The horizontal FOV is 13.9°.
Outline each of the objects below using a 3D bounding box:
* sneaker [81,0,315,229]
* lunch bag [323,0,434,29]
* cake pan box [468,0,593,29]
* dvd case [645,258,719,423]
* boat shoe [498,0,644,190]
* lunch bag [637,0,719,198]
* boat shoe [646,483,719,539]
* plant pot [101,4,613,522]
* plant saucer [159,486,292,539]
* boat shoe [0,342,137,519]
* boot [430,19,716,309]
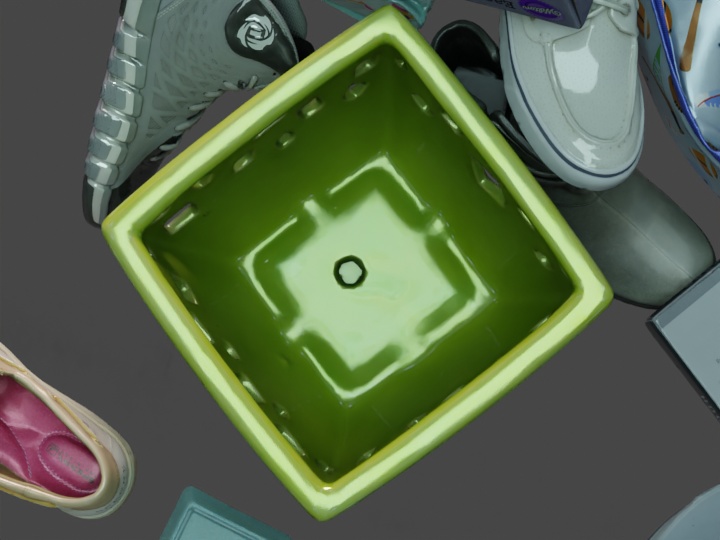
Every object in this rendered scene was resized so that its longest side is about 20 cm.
[{"bbox_3d":[-0.083,-0.094,1.617,0.115,0.075,0.201,14,126,-3],"label":"sneaker"},{"bbox_3d":[-0.024,-0.244,1.635,0.199,0.122,0.171,25,89,-3],"label":"lunch bag"},{"bbox_3d":[0.060,-0.241,1.525,0.183,0.052,0.201,15,76,17],"label":"cake pan box"},{"bbox_3d":[0.274,0.061,1.638,0.150,0.025,0.200,-38,91,-10],"label":"dvd case"},{"bbox_3d":[0.113,-0.143,1.538,0.071,0.070,0.201,-1,70,-18],"label":"boat shoe"},{"bbox_3d":[0.205,-0.133,1.599,0.123,0.170,0.201,-9,85,4],"label":"lunch bag"},{"bbox_3d":[0.164,0.179,1.633,0.200,0.065,0.074,-32,92,-22],"label":"boat shoe"},{"bbox_3d":[0.000,0.000,1.590,0.199,0.181,0.200,-37,87,0],"label":"plant pot"},{"bbox_3d":[-0.112,0.226,1.663,0.070,0.019,0.201,26,87,3],"label":"plant saucer"},{"bbox_3d":[-0.215,0.072,1.647,0.199,0.069,0.074,27,88,3],"label":"boat shoe"},{"bbox_3d":[0.112,-0.052,1.615,0.200,0.131,0.068,41,89,3],"label":"boot"}]
